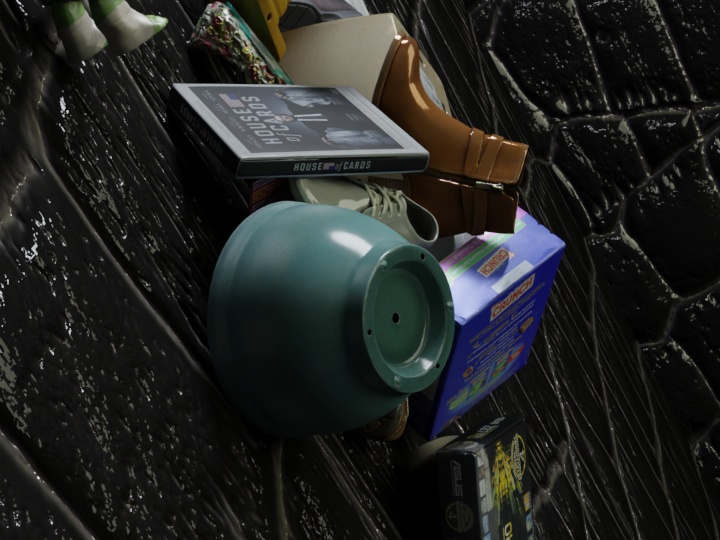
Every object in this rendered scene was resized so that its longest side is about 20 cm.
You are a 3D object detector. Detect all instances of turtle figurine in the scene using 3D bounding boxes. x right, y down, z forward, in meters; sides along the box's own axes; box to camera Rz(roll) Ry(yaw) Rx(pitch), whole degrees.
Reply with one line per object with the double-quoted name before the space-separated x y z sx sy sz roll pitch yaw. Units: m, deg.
"turtle figurine" -0.218 -0.271 1.012 0.194 0.143 0.200 61 20 -27

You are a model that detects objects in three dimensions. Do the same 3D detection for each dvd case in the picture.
"dvd case" -0.057 -0.131 1.219 0.199 0.025 0.150 -4 34 -34

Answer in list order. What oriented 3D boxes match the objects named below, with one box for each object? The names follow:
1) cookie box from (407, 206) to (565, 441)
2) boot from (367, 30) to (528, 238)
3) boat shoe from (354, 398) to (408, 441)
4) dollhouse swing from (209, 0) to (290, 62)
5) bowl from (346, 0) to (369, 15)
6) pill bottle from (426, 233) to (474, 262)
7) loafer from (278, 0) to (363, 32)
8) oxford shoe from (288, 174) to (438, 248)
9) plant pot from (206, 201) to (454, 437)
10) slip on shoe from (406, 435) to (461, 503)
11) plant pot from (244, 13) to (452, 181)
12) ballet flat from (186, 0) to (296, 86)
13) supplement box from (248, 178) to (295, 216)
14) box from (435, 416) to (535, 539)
"cookie box" 0.118 0.057 1.388 0.075 0.171 0.200 40 -36 23
"boot" 0.089 -0.131 1.313 0.077 0.154 0.201 -8 104 -76
"boat shoe" 0.004 0.082 1.340 0.074 0.075 0.201 50 28 -60
"dollhouse swing" -0.034 -0.324 1.390 0.201 0.175 0.182 -65 158 -22
"bowl" -0.038 -0.339 1.789 0.200 0.074 0.200 67 18 8
"pill bottle" 0.097 -0.031 1.463 0.200 0.108 0.109 -2 68 -67
"loafer" -0.073 -0.320 1.628 0.200 0.072 0.063 -2 56 -53
"oxford shoe" 0.006 -0.058 1.235 0.200 0.058 0.075 23 43 -49
"plant pot" -0.008 0.040 1.085 0.200 0.134 0.201 2 87 -48
"slip on shoe" 0.109 0.236 1.434 0.061 0.076 0.200 67 7 32
"plant pot" 0.001 -0.167 1.481 0.200 0.176 0.201 47 24 -47
"ballet flat" -0.097 -0.184 1.340 0.200 0.064 0.076 49 1 2
"supplement box" -0.046 -0.015 1.276 0.110 0.085 0.200 54 20 -33
"box" 0.132 0.263 1.355 0.161 0.049 0.201 -12 98 -62
